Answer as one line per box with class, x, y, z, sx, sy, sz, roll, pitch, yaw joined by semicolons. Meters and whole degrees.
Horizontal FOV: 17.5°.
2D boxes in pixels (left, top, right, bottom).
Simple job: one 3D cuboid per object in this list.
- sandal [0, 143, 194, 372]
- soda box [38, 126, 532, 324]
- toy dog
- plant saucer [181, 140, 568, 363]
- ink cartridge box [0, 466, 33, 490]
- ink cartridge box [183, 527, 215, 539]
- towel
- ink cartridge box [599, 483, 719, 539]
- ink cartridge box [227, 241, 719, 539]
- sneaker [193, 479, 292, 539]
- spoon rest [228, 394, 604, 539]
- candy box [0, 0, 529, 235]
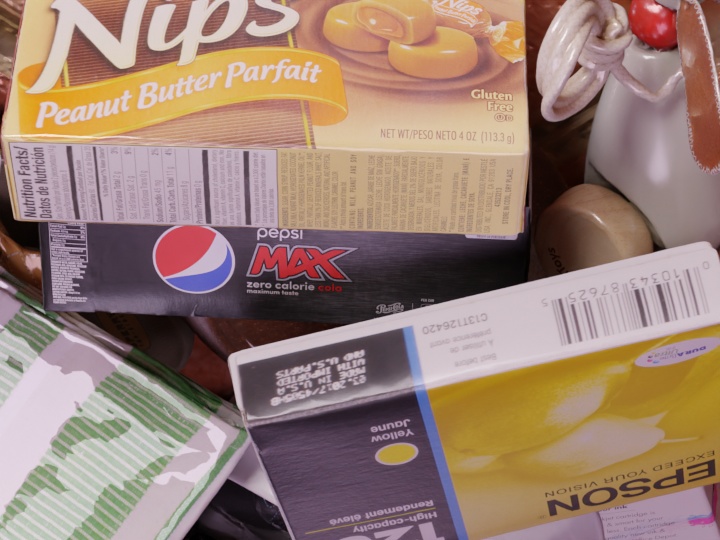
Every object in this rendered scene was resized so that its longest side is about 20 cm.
sandal;-0.136;0.004;1.083;0.080;0.054;0.200;-13;140;19
soda box;-0.029;-0.023;0.965;0.199;0.071;0.064;3;124;2
toy dog;0.140;-0.058;0.940;0.096;0.132;0.200;29;156;19
plant saucer;0.000;0.000;1.054;0.200;0.037;0.201;4;131;4
ink cartridge box;-0.251;0.056;1.117;0.199;0.104;0.059;11;142;-10
ink cartridge box;-0.125;0.171;1.202;0.199;0.176;0.084;22;105;8
towel;-0.167;0.078;1.061;0.200;0.023;0.153;31;104;-17
ink cartridge box;0.120;0.101;1.187;0.116;0.068;0.200;-8;143;14
ink cartridge box;0.061;0.075;0.986;0.197;0.047;0.200;-14;145;3
sneaker;-0.028;0.113;1.185;0.200;0.082;0.073;30;-174;15
spoon rest;0.018;0.114;1.102;0.199;0.100;0.061;20;-173;12
candy box;-0.034;-0.076;0.922;0.199;0.116;0.055;1;141;1
